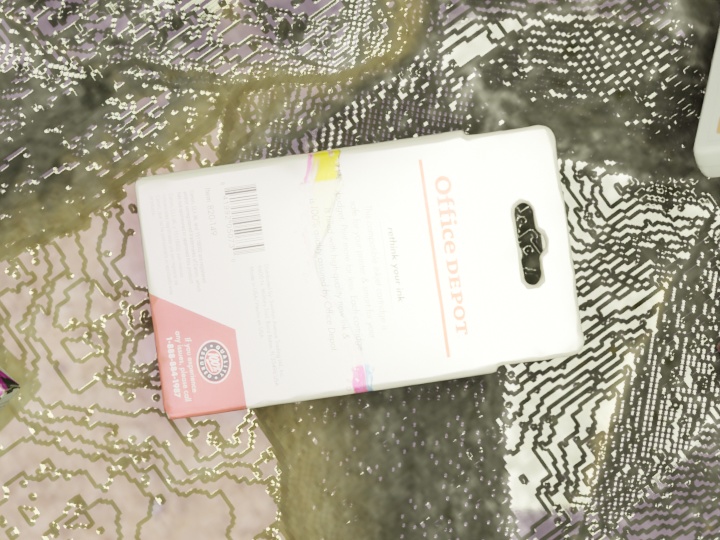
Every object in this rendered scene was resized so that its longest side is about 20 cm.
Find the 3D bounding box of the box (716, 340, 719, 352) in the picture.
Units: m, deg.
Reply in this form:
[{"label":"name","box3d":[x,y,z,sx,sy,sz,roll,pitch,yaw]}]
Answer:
[{"label":"box","box3d":[0.277,-0.003,0.971,0.095,0.103,0.200,44,88,1]}]

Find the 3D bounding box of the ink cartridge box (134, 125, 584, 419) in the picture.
[{"label":"ink cartridge box","box3d":[0.000,0.000,0.986,0.199,0.067,0.117,-8,89,1]}]

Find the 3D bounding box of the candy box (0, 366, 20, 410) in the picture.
[{"label":"candy box","box3d":[-0.281,0.084,0.985,0.136,0.061,0.200,44,88,1]}]

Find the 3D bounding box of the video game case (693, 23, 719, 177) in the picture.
[{"label":"video game case","box3d":[0.259,-0.124,0.921,0.199,0.023,0.182,-5,49,28]}]
